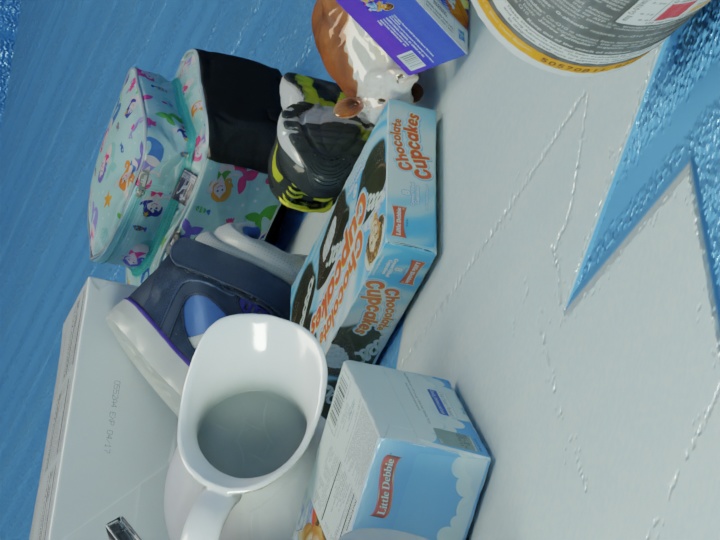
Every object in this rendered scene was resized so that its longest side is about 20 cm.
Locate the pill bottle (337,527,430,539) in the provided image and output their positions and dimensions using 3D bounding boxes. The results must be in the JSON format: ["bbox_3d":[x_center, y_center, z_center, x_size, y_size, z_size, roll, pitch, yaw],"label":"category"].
[{"bbox_3d":[-0.001,0.238,1.412,0.113,0.112,0.201,-113,38,-67],"label":"pill bottle"}]

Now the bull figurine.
[{"bbox_3d":[0.001,-0.169,1.821,0.200,0.065,0.122,-110,16,-72],"label":"bull figurine"}]

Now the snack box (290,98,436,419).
[{"bbox_3d":[0.000,0.000,1.774,0.200,0.037,0.117,118,159,-47],"label":"snack box"}]

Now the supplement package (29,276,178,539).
[{"bbox_3d":[-0.141,0.128,1.966,0.111,0.155,0.201,130,149,-65],"label":"supplement package"}]

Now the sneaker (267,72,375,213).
[{"bbox_3d":[-0.025,-0.072,1.895,0.200,0.074,0.085,-93,13,-73],"label":"sneaker"}]

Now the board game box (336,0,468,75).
[{"bbox_3d":[-0.003,-0.230,1.688,0.045,0.200,0.135,-18,51,28],"label":"board game box"}]

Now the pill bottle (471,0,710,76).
[{"bbox_3d":[0.127,-0.170,1.262,0.200,0.116,0.117,142,139,-68],"label":"pill bottle"}]

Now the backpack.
[{"bbox_3d":[-0.130,-0.050,2.129,0.178,0.150,0.201,-106,27,-60],"label":"backpack"}]

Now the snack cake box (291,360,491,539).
[{"bbox_3d":[0.004,0.166,1.553,0.115,0.067,0.201,-119,43,-67],"label":"snack cake box"}]

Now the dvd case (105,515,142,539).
[{"bbox_3d":[-0.087,0.249,1.591,0.149,0.016,0.201,46,156,36],"label":"dvd case"}]

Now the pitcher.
[{"bbox_3d":[-0.068,0.145,1.649,0.200,0.121,0.172,85,-156,-60],"label":"pitcher"}]

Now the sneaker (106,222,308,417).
[{"bbox_3d":[-0.062,0.054,1.893,0.200,0.146,0.081,47,164,22],"label":"sneaker"}]
